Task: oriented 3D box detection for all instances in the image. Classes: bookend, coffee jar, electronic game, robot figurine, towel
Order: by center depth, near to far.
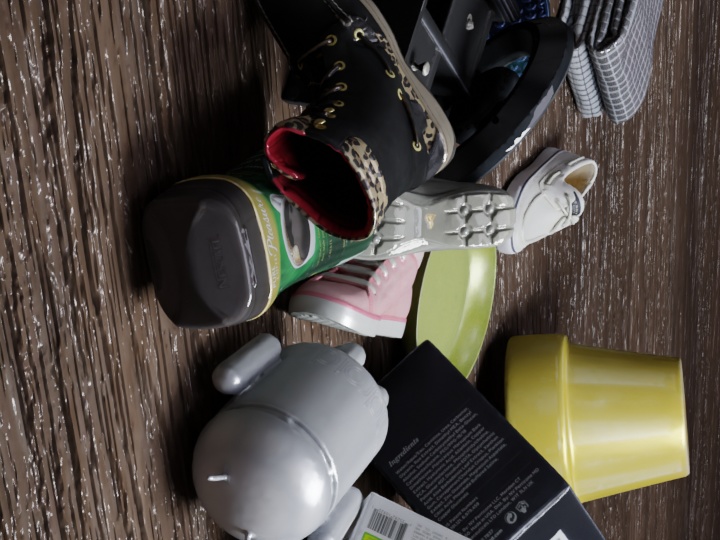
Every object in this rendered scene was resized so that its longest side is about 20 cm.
[{"bbox_3d":[-0.071,-0.031,1.144,0.200,0.085,0.105,-31,114,-57],"label":"coffee jar"},{"bbox_3d":[-0.053,0.131,1.221,0.170,0.113,0.200,58,38,-12],"label":"robot figurine"},{"bbox_3d":[0.041,-0.181,1.332,0.199,0.092,0.201,48,57,-61],"label":"bookend"},{"bbox_3d":[0.110,-0.142,1.410,0.042,0.200,0.200,38,57,-20],"label":"electronic game"},{"bbox_3d":[0.298,-0.294,1.860,0.166,0.085,0.201,52,52,-60],"label":"towel"}]

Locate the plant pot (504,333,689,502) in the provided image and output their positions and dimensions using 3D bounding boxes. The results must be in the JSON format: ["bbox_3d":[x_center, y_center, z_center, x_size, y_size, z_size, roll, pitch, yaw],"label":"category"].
[{"bbox_3d":[0.264,0.165,1.777,0.201,0.188,0.202,-5,90,-78],"label":"plant pot"}]

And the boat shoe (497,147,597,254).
[{"bbox_3d":[0.210,-0.076,1.767,0.200,0.070,0.071,-44,138,-53],"label":"boat shoe"}]

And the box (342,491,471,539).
[{"bbox_3d":[0.016,0.272,1.327,0.102,0.112,0.200,-66,-176,-25],"label":"box"}]

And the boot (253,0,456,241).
[{"bbox_3d":[-0.025,-0.122,1.128,0.200,0.073,0.151,53,35,-11],"label":"boot"}]

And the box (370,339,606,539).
[{"bbox_3d":[0.106,0.197,1.461,0.117,0.200,0.197,-43,149,-4],"label":"box"}]

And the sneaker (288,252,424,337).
[{"bbox_3d":[0.000,0.000,1.332,0.200,0.075,0.105,12,93,-73],"label":"sneaker"}]

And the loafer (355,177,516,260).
[{"bbox_3d":[0.027,-0.044,1.302,0.199,0.070,0.070,3,96,-21],"label":"loafer"}]

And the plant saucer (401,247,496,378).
[{"bbox_3d":[0.084,0.025,1.580,0.200,0.031,0.201,-34,129,-57],"label":"plant saucer"}]

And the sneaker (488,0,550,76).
[{"bbox_3d":[0.155,-0.252,1.548,0.078,0.070,0.201,49,41,-61],"label":"sneaker"}]
